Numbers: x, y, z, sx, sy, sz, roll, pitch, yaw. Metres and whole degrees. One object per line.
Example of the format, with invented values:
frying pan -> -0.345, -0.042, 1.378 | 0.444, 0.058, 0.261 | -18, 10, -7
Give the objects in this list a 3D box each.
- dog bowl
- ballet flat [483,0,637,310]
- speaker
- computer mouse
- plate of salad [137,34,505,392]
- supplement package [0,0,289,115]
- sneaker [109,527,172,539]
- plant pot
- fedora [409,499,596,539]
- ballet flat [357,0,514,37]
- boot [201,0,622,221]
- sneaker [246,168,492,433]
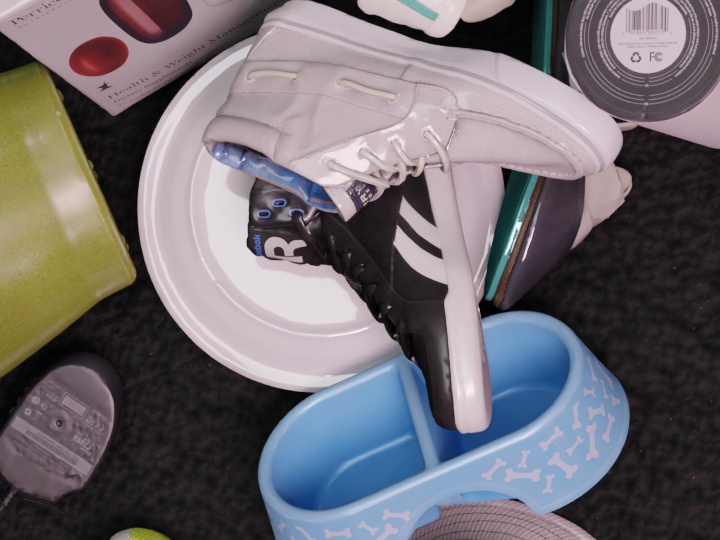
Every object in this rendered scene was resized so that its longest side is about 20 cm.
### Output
dog bowl -> 0.037, 0.087, 1.046 | 0.199, 0.050, 0.112 | -24, 39, 6
ballet flat -> 0.114, -0.072, 1.078 | 0.073, 0.073, 0.201 | 8, 76, 12
speaker -> 0.163, -0.104, 1.001 | 0.081, 0.200, 0.082 | 0, 89, 21
computer mouse -> -0.196, 0.130, 1.129 | 0.059, 0.034, 0.200 | 36, 95, -3
plate of salad -> -0.021, -0.034, 1.108 | 0.199, 0.048, 0.201 | 0, 86, 0
supplement package -> -0.112, -0.208, 1.075 | 0.191, 0.200, 0.148 | -30, 77, 6
sneaker -> -0.092, 0.231, 1.056 | 0.105, 0.076, 0.200 | -54, 47, 14
plant pot -> -0.230, -0.016, 1.086 | 0.192, 0.200, 0.201 | -24, 77, -6
fedora -> 0.053, 0.213, 1.032 | 0.176, 0.090, 0.201 | 21, 86, 13
ballet flat -> 0.060, -0.162, 1.053 | 0.069, 0.200, 0.070 | 10, 116, 21
boot -> 0.021, -0.059, 0.987 | 0.199, 0.074, 0.096 | 19, 68, 27
sneaker -> 0.000, 0.000, 1.031 | 0.111, 0.073, 0.201 | -11, 59, 3
